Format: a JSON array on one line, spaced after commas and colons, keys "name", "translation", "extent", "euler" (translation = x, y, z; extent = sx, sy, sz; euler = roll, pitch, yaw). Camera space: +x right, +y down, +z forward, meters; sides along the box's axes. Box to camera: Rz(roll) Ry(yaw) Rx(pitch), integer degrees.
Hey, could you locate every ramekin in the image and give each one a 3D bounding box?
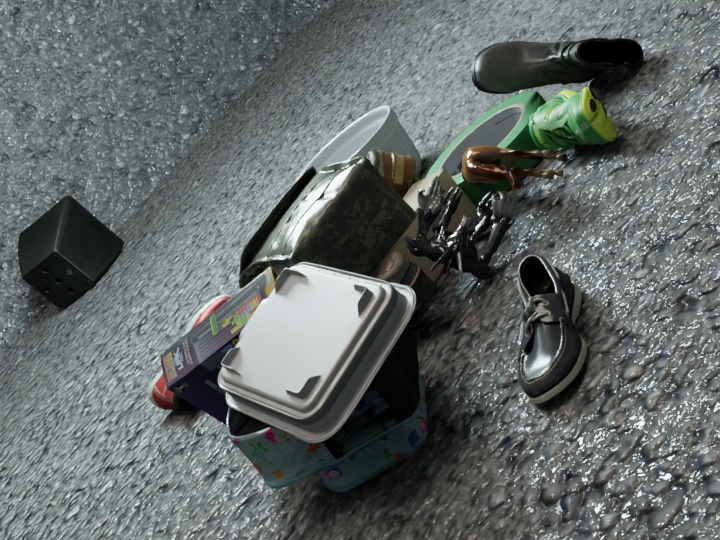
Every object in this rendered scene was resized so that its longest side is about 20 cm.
[{"name": "ramekin", "translation": [0.002, -0.151, 2.097], "extent": [0.200, 0.105, 0.200], "euler": [-37, 17, 13]}]

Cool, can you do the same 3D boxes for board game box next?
[{"name": "board game box", "translation": [-0.092, 0.106, 1.483], "extent": [0.165, 0.200, 0.057], "euler": [-39, 43, 14]}]

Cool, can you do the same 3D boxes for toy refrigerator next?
[{"name": "toy refrigerator", "translation": [0.065, -0.030, 1.689], "extent": [0.070, 0.076, 0.200], "euler": [-25, 24, 45]}]

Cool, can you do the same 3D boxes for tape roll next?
[{"name": "tape roll", "translation": [0.174, -0.155, 1.805], "extent": [0.200, 0.048, 0.201], "euler": [-38, 16, 13]}]

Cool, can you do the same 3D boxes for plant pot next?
[{"name": "plant pot", "translation": [-0.743, -0.026, 3.410], "extent": [0.199, 0.200, 0.178], "euler": [-34, 30, 25]}]

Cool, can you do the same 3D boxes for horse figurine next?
[{"name": "horse figurine", "translation": [0.169, -0.123, 1.602], "extent": [0.132, 0.050, 0.200], "euler": [1, 5, 16]}]

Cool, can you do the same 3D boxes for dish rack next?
[{"name": "dish rack", "translation": [-0.052, 0.065, 1.282], "extent": [0.200, 0.044, 0.172], "euler": [12, 65, 55]}]

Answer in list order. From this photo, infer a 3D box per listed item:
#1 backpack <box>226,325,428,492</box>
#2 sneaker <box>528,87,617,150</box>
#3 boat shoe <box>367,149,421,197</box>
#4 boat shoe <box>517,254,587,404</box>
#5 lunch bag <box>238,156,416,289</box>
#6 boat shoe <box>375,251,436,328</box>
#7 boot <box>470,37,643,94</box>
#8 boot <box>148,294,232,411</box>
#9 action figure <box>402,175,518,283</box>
[{"name": "backpack", "translation": [-0.032, 0.130, 1.359], "extent": [0.199, 0.151, 0.178], "euler": [-28, 23, 12]}, {"name": "sneaker", "translation": [0.250, -0.171, 1.623], "extent": [0.083, 0.074, 0.200], "euler": [-34, 7, 0]}, {"name": "boat shoe", "translation": [0.049, -0.102, 1.844], "extent": [0.073, 0.076, 0.200], "euler": [-2, -17, 3]}, {"name": "boat shoe", "translation": [0.166, 0.051, 1.262], "extent": [0.072, 0.063, 0.200], "euler": [-34, 18, 25]}, {"name": "lunch bag", "translation": [-0.056, -0.038, 1.620], "extent": [0.164, 0.118, 0.200], "euler": [-52, 22, -22]}, {"name": "boat shoe", "translation": [0.032, 0.053, 1.564], "extent": [0.075, 0.073, 0.200], "euler": [-60, 2, -28]}, {"name": "boot", "translation": [0.252, -0.274, 1.746], "extent": [0.199, 0.070, 0.132], "euler": [-12, 5, -19]}, {"name": "boot", "translation": [-0.220, 0.121, 1.986], "extent": [0.201, 0.072, 0.144], "euler": [-57, 20, -19]}, {"name": "action figure", "translation": [0.115, -0.054, 1.563], "extent": [0.200, 0.118, 0.103], "euler": [-68, -7, -71]}]
